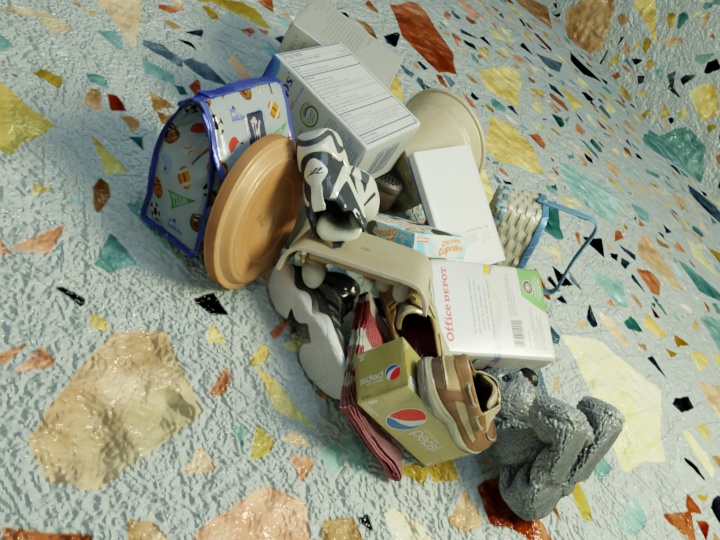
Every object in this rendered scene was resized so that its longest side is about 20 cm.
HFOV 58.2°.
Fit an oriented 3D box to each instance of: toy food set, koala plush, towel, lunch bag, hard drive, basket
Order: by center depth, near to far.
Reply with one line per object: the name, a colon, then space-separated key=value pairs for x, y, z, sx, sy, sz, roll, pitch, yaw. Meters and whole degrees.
towel: x=0.026 y=0.141 z=0.829 sx=0.146 sy=0.022 sz=0.203 roll=59 pitch=25 yaw=-32
lunch bag: x=-0.174 y=-0.143 z=0.833 sx=0.122 sy=0.203 sz=0.170 roll=32 pitch=34 yaw=13
toy food set: x=0.000 y=0.000 z=0.841 sx=0.195 sy=0.062 sz=0.144 roll=18 pitch=19 yaw=5
koala plush: x=0.219 y=0.213 z=0.901 sx=0.175 sy=0.187 sz=0.200 roll=11 pitch=24 yaw=-45
hard drive: x=0.159 y=-0.101 z=1.065 sx=0.129 sy=0.025 sz=0.206 roll=-13 pitch=84 yaw=-34
basket: x=0.318 y=-0.060 z=1.210 sx=0.196 sy=0.179 sz=0.140 roll=27 pitch=34 yaw=2

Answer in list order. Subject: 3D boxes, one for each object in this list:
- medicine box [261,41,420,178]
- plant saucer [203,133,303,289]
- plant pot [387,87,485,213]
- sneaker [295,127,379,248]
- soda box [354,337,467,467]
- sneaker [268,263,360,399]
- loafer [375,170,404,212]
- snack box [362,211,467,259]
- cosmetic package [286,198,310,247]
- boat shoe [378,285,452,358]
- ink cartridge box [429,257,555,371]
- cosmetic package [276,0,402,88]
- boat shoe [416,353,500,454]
medicine box: x=-0.036 y=-0.238 z=0.994 sx=0.200 sy=0.103 sz=0.181 roll=45 pitch=37 yaw=8
plant saucer: x=-0.125 y=-0.069 z=0.817 sx=0.032 sy=0.205 sz=0.200 roll=24 pitch=34 yaw=16
plant pot: x=0.097 y=-0.201 z=1.165 sx=0.201 sy=0.201 sz=0.182 roll=47 pitch=49 yaw=10
sneaker: x=-0.023 y=-0.076 z=0.843 sx=0.200 sy=0.077 sz=0.133 roll=58 pitch=26 yaw=-63
soda box: x=0.067 y=0.166 z=0.786 sx=0.201 sy=0.066 sz=0.065 roll=51 pitch=25 yaw=-43
sneaker: x=-0.035 y=0.068 z=0.859 sx=0.112 sy=0.076 sz=0.202 roll=-9 pitch=57 yaw=-42
loafer: x=-0.022 y=-0.157 z=1.096 sx=0.197 sy=0.072 sz=0.073 roll=32 pitch=35 yaw=20
snack box: x=0.057 y=-0.059 z=1.005 sx=0.114 sy=0.038 sz=0.198 roll=2 pitch=14 yaw=-39
cosmetic package: x=-0.088 y=-0.138 z=1.006 sx=0.101 sy=0.088 sz=0.203 roll=3 pitch=50 yaw=-40
boat shoe: x=0.072 y=0.066 z=0.878 sx=0.203 sy=0.073 sz=0.067 roll=63 pitch=7 yaw=31
ink cartridge box: x=0.180 y=0.073 z=0.979 sx=0.194 sy=0.084 sz=0.149 roll=6 pitch=63 yaw=-19
cosmetic package: x=-0.054 y=-0.349 z=1.178 sx=0.197 sy=0.166 sz=0.167 roll=32 pitch=38 yaw=-8
boat shoe: x=0.132 y=0.158 z=0.760 sx=0.200 sy=0.070 sz=0.077 roll=47 pitch=28 yaw=-49
